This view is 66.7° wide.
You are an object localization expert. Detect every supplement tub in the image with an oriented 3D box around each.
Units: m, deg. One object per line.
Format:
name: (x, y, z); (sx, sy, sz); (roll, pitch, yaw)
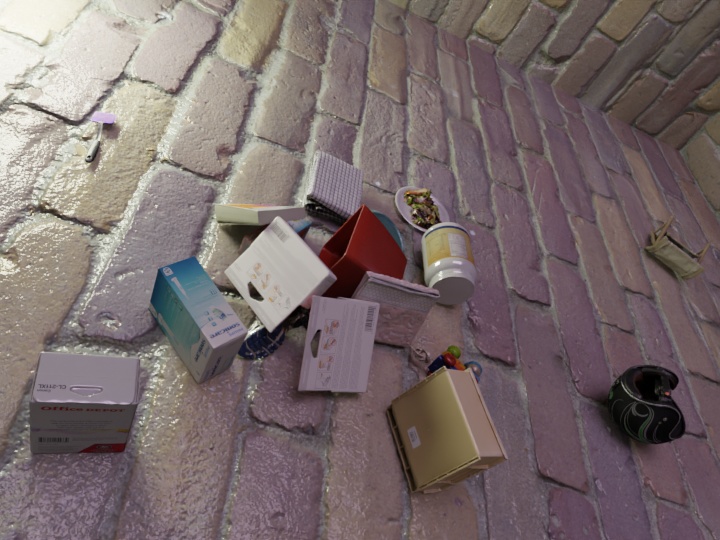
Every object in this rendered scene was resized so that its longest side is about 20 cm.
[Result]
supplement tub: (0.247, -0.020, 1.539); (0.143, 0.145, 0.201); (17, 47, -18)

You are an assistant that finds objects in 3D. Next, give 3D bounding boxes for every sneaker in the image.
sneaker: (-0.199, 0.119, 1.208); (0.199, 0.078, 0.085); (-35, 41, -30)

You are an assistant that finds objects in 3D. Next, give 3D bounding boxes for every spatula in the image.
spatula: (-0.648, -0.333, 1.350); (0.056, 0.021, 0.201); (4, 53, -12)

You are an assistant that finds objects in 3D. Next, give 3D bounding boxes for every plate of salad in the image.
plate of salad: (0.203, -0.200, 1.736); (0.198, 0.048, 0.201); (17, 46, -19)

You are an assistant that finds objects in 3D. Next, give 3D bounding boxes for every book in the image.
book: (-0.244, -0.140, 1.322); (0.133, 0.199, 0.049); (-12, 104, -41)

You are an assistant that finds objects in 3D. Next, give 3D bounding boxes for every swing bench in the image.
swing bench: (1.299, -0.083, 2.250); (0.199, 0.130, 0.200); (41, 49, 5)

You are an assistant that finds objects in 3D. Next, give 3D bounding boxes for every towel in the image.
towel: (-0.079, -0.230, 1.565); (0.165, 0.086, 0.201); (24, 49, -23)
towel: (0.065, 0.100, 1.292); (0.198, 0.192, 0.032); (14, 36, -20)

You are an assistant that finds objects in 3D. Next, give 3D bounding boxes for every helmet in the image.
helmet: (0.783, 0.375, 1.495); (0.198, 0.192, 0.201); (-7, 36, 5)

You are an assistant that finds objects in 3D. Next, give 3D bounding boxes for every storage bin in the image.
storage bin: (0.171, 0.338, 1.153); (0.093, 0.198, 0.201); (16, 44, -42)

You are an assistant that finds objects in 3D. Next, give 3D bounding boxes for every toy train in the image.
toy train: (0.214, 0.221, 1.364); (0.200, 0.085, 0.116); (43, 34, 8)

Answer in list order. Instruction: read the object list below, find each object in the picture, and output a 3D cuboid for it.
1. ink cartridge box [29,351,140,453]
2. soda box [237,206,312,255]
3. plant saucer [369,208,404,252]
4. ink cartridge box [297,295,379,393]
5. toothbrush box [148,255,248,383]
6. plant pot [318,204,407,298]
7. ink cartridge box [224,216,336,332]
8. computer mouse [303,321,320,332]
ink cartridge box: (-0.440, 0.217, 0.876); (0.144, 0.200, 0.083); (9, 49, -25)
soda box: (-0.211, -0.083, 1.373); (0.068, 0.064, 0.200); (42, 45, 8)
plant saucer: (0.055, -0.084, 1.516); (0.199, 0.027, 0.202); (22, 54, -35)
ink cartridge box: (-0.052, 0.158, 1.179); (0.175, 0.045, 0.202); (10, 89, -34)
toothbrush box: (-0.327, 0.098, 1.087); (0.085, 0.147, 0.200); (-24, 67, -42)
plant pot: (0.000, 0.000, 1.351); (0.176, 0.200, 0.201); (36, 42, -15)
ink cartridge box: (-0.177, 0.010, 1.189); (0.200, 0.176, 0.045); (46, 3, 28)
computer mouse: (-0.128, 0.036, 1.269); (0.200, 0.141, 0.046); (48, 37, 14)
